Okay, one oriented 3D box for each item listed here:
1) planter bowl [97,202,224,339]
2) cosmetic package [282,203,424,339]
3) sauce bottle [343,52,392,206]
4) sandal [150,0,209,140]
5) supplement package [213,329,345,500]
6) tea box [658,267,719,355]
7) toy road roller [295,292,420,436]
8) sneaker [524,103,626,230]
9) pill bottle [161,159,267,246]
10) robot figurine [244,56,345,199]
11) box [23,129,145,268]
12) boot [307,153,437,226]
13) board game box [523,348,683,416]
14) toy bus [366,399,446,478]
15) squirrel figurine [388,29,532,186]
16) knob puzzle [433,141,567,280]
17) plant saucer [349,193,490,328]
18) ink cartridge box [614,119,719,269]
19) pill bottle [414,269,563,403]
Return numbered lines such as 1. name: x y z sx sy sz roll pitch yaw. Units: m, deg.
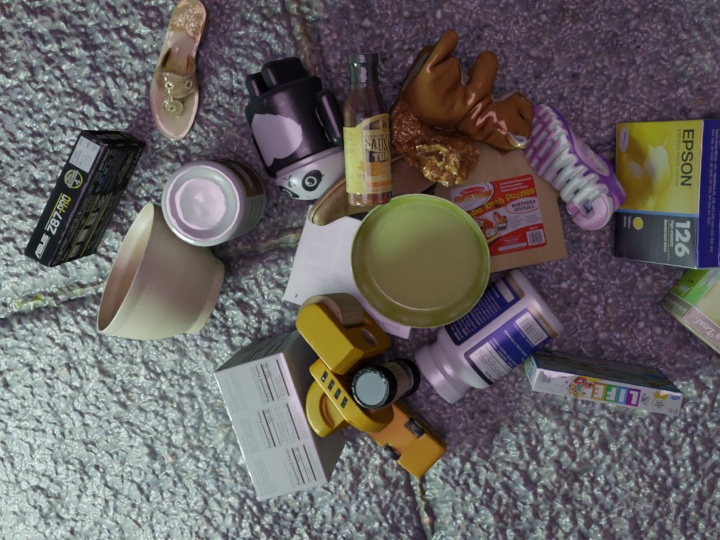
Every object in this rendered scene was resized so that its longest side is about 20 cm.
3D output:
1. planter bowl: -0.286 0.018 1.228 0.135 0.200 0.200 24 101 -25
2. cosmetic package: 0.000 0.000 1.252 0.200 0.052 0.151 18 98 3
3. sauce bottle: 0.007 -0.188 1.115 0.066 0.066 0.200 -3 105 6
4. sandal: -0.276 -0.300 1.229 0.077 0.070 0.212 14 99 4
5. supplement package: -0.115 0.209 1.239 0.111 0.156 0.200 -17 96 10
6. tea box: 0.569 0.046 1.158 0.200 0.134 0.197 39 99 0
7. toy road roller: -0.028 0.142 1.172 0.146 0.123 0.200 -44 74 19
8. sneaker: 0.309 -0.153 1.191 0.200 0.088 0.080 59 144 14
9. pill bottle: -0.196 -0.101 1.183 0.114 0.200 0.115 1 98 6
10. robot figurine: -0.091 -0.200 1.195 0.125 0.150 0.200 -23 95 -4
11. box: -0.400 -0.108 1.223 0.049 0.161 0.200 29 101 2
12. boot: 0.021 -0.108 1.190 0.200 0.074 0.076 -29 73 -8
13. board game box: 0.343 0.156 1.197 0.200 0.134 0.034 10 99 5
14. toy bus: 0.039 0.223 1.265 0.200 0.078 0.065 43 98 -1
15. squirrel figurine: 0.139 -0.205 1.160 0.186 0.142 0.200 32 82 -11
16. knob puzzle: 0.196 -0.099 1.226 0.219 0.030 0.220 0 86 -2
17. plant saucer: 0.085 -0.015 1.186 0.200 0.031 0.200 4 109 11
18. ink cartridge box: 0.433 -0.104 1.128 0.047 0.200 0.198 -4 98 -29
19. pill bottle: 0.184 0.099 1.214 0.200 0.116 0.116 -38 93 10
